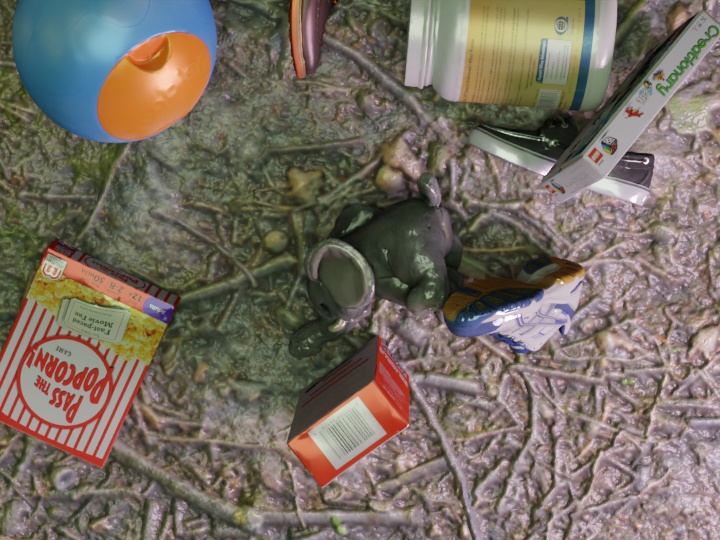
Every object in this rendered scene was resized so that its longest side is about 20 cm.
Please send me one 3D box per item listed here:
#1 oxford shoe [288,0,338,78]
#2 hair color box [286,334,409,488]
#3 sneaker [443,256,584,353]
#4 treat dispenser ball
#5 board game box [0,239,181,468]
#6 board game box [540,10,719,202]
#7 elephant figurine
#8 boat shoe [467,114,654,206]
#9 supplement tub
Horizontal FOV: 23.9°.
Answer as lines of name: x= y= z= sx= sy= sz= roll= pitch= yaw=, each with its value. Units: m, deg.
oxford shoe: x=-0.034 y=-0.292 z=1.722 sx=0.072 sy=0.071 sz=0.201 roll=6 pitch=102 yaw=-5
hair color box: x=-0.009 y=0.142 z=1.749 sx=0.111 sy=0.200 sz=0.064 roll=-36 pitch=99 yaw=8
sneaker: x=0.161 y=0.051 z=1.744 sx=0.075 sy=0.199 sz=0.089 roll=23 pitch=118 yaw=41
treat dispenser ball: x=-0.241 y=-0.226 z=1.673 sx=0.200 sy=0.201 sz=0.202 roll=0 pitch=103 yaw=1
board game box: x=-0.302 y=0.090 z=1.823 sx=0.151 sy=0.046 sz=0.201 roll=24 pitch=102 yaw=-4
board game box: x=0.266 y=-0.160 z=1.679 sx=0.035 sy=0.126 sz=0.200 roll=42 pitch=76 yaw=-4
elephant figurine: x=0.000 y=0.000 z=1.764 sx=0.199 sy=0.141 sz=0.156 roll=-4 pitch=74 yaw=18
boat shoe: x=0.211 y=-0.126 z=1.756 sx=0.199 sy=0.070 sz=0.067 roll=18 pitch=95 yaw=-3
supplement tub: x=0.146 y=-0.237 z=1.692 sx=0.199 sy=0.145 sz=0.145 roll=5 pitch=103 yaw=0
